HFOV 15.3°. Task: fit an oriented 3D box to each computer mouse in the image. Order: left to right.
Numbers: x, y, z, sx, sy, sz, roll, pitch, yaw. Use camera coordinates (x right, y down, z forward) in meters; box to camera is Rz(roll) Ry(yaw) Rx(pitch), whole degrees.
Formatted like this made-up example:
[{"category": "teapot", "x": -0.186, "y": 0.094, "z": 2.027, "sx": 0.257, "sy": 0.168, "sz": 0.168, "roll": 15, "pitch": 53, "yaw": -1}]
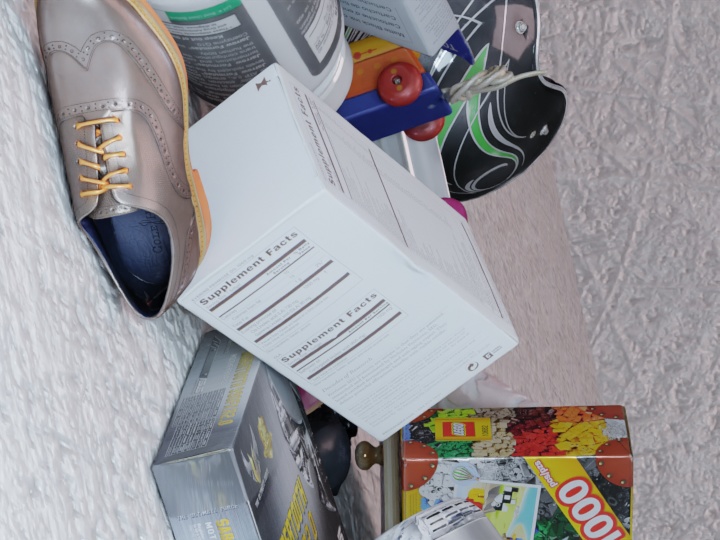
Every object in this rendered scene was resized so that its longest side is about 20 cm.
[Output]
[{"category": "computer mouse", "x": -0.014, "y": 0.114, "z": 1.850, "sx": 0.200, "sy": 0.034, "sz": 0.059, "roll": -52, "pitch": 126, "yaw": -78}]

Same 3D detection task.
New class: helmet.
[{"category": "helmet", "x": 0.059, "y": -0.164, "z": 2.143, "sx": 0.191, "sy": 0.200, "sz": 0.200, "roll": 54, "pitch": 24, "yaw": -53}]

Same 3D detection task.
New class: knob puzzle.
[{"category": "knob puzzle", "x": 0.012, "y": 0.174, "z": 1.816, "sx": 0.220, "sy": 0.030, "sz": 0.220, "roll": -1, "pitch": 90, "yaw": -90}]

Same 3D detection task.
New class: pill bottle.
[{"category": "pill bottle", "x": -0.075, "y": -0.165, "z": 1.661, "sx": 0.200, "sy": 0.113, "sz": 0.113, "roll": 58, "pitch": 21, "yaw": -61}]

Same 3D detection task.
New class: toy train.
[{"category": "toy train", "x": 0.031, "y": -0.162, "z": 2.000, "sx": 0.085, "sy": 0.200, "sz": 0.116, "roll": 50, "pitch": 23, "yaw": -65}]

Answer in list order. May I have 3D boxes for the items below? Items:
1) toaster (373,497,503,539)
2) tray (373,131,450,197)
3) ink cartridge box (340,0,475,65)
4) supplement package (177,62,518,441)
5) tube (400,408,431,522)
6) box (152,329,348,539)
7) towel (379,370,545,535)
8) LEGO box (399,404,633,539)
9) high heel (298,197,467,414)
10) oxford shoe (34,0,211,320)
[{"category": "toaster", "x": 0.045, "y": 0.204, "z": 1.479, "sx": 0.129, "sy": 0.114, "sz": 0.200, "roll": 58, "pitch": 18, "yaw": 8}, {"category": "tray", "x": 0.018, "y": -0.044, "z": 2.047, "sx": 0.022, "sy": 0.107, "sz": 0.201, "roll": 3, "pitch": 73, "yaw": -60}, {"category": "ink cartridge box", "x": -0.036, "y": -0.205, "z": 1.755, "sx": 0.041, "sy": 0.199, "sz": 0.200, "roll": -57, "pitch": 149, "yaw": -16}, {"category": "supplement package", "x": -0.019, "y": -0.008, "z": 1.561, "sx": 0.200, "sy": 0.109, "sz": 0.114, "roll": 37, "pitch": 23, "yaw": -43}, {"category": "tube", "x": 0.050, "y": 0.177, "z": 1.858, "sx": 0.052, "sy": 0.058, "sz": 0.201, "roll": -23, "pitch": 114, "yaw": -46}, {"category": "box", "x": -0.059, "y": 0.136, "z": 1.538, "sx": 0.200, "sy": 0.048, "sz": 0.159, "roll": -75, "pitch": 150, "yaw": -70}, {"category": "towel", "x": 0.078, "y": 0.152, "z": 1.878, "sx": 0.200, "sy": 0.032, "sz": 0.192, "roll": 30, "pitch": -51, "yaw": 50}, {"category": "LEGO box", "x": 0.101, "y": 0.192, "z": 1.757, "sx": 0.077, "sy": 0.148, "sz": 0.201, "roll": -89, "pitch": 177, "yaw": -66}, {"category": "high heel", "x": 0.000, "y": 0.000, "z": 1.761, "sx": 0.067, "sy": 0.200, "sz": 0.096, "roll": 31, "pitch": -28, "yaw": 33}, {"category": "oxford shoe", "x": -0.124, "y": -0.067, "z": 1.399, "sx": 0.073, "sy": 0.071, "sz": 0.200, "roll": -78, "pitch": 153, "yaw": -56}]
